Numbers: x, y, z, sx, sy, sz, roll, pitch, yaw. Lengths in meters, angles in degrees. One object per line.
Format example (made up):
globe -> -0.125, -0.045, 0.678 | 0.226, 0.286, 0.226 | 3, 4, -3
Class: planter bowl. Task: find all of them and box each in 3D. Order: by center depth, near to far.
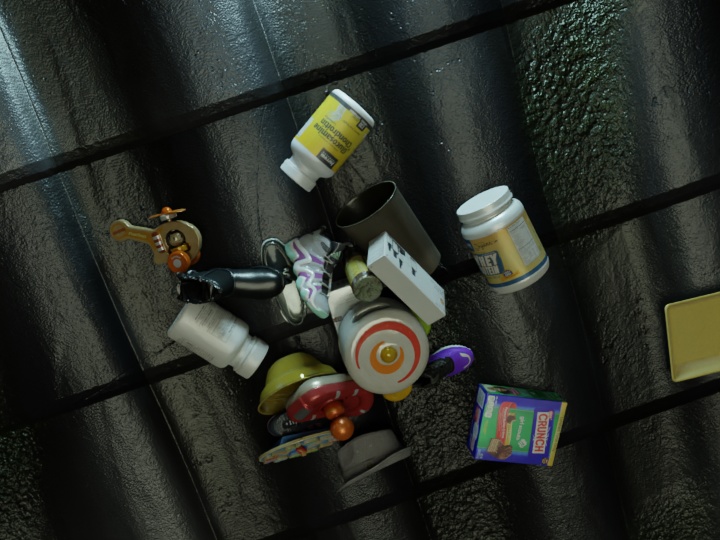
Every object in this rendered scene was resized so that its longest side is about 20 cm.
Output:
planter bowl -> -0.146, 0.239, 1.523 | 0.200, 0.201, 0.084 | -25, 66, 0

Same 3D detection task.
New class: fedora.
fedora -> 0.016, 0.426, 1.585 | 0.199, 0.177, 0.091 | -31, 74, 16

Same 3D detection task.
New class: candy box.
candy box -> 0.371, 0.369, 1.635 | 0.199, 0.077, 0.170 | 7, 102, -9

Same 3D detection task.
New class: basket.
basket -> 0.069, -0.071, 1.469 | 0.200, 0.180, 0.136 | 48, 62, -23

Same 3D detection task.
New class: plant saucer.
plant saucer -> 0.823, 0.148, 1.648 | 0.199, 0.048, 0.201 | -13, 103, -3

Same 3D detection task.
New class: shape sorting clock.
shape sorting clock -> -0.130, 0.396, 1.537 | 0.199, 0.200, 0.039 | -14, 69, -3

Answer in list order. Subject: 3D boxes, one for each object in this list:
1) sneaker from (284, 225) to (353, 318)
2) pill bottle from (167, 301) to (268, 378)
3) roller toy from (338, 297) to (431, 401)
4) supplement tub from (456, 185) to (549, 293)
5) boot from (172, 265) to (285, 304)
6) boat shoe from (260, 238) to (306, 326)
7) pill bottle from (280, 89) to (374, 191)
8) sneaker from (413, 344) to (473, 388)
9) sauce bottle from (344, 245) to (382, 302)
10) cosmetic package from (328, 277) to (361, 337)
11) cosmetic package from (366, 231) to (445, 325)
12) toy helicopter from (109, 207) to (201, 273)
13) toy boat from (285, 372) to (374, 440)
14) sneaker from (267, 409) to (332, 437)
sneaker -> -0.071, -0.010, 1.446 | 0.140, 0.078, 0.201 | -30, 64, 11
pill bottle -> -0.306, 0.145, 1.490 | 0.200, 0.114, 0.115 | 35, 97, -12
roller toy -> 0.047, 0.160, 1.438 | 0.182, 0.140, 0.201 | 21, 98, -13
supplement tub -> 0.308, -0.067, 1.492 | 0.144, 0.145, 0.201 | -30, 104, 1
boot -> -0.272, 0.031, 1.418 | 0.197, 0.162, 0.074 | 4, 96, 14
boat shoe -> -0.164, 0.027, 1.506 | 0.075, 0.060, 0.201 | -24, 104, 0
pill bottle -> -0.073, -0.265, 1.422 | 0.112, 0.112, 0.200 | 39, 96, -13
sneaker -> 0.169, 0.231, 1.568 | 0.199, 0.100, 0.070 | -13, 106, -3
sauce bottle -> 0.000, 0.000, 1.445 | 0.064, 0.200, 0.065 | -3, 112, -7
cosmetic package -> -0.005, 0.117, 1.534 | 0.112, 0.081, 0.201 | -20, 103, -4
cosmetic package -> 0.096, 0.017, 1.399 | 0.051, 0.083, 0.200 | -31, 121, 28
toy helicopter -> -0.433, -0.079, 1.449 | 0.199, 0.079, 0.133 | 11, 108, 4
toy boat -> -0.053, 0.302, 1.470 | 0.199, 0.131, 0.131 | 0, 144, -43
sneaker -> -0.122, 0.331, 1.573 | 0.199, 0.082, 0.071 | -7, 82, -34
